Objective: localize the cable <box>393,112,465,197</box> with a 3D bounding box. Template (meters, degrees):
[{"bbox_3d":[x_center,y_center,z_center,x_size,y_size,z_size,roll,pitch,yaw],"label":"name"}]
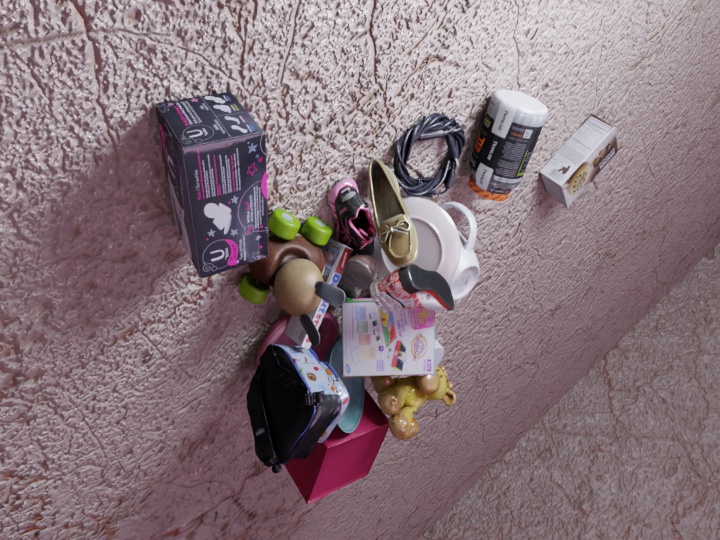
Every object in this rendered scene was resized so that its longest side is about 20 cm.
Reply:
[{"bbox_3d":[0.140,-0.226,1.088,0.196,0.051,0.166,6,119,-47],"label":"cable"}]

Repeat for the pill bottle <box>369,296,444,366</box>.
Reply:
[{"bbox_3d":[0.099,0.139,1.259,0.109,0.200,0.114,-24,140,-23],"label":"pill bottle"}]

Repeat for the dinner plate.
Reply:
[{"bbox_3d":[0.104,-0.043,1.112,0.204,0.196,0.024,-63,170,23],"label":"dinner plate"}]

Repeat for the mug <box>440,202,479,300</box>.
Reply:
[{"bbox_3d":[0.178,-0.047,1.186,0.144,0.175,0.205,-2,126,-43],"label":"mug"}]

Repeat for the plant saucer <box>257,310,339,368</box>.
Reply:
[{"bbox_3d":[-0.136,0.156,1.168,0.196,0.051,0.205,-26,139,-24],"label":"plant saucer"}]

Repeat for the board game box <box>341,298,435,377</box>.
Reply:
[{"bbox_3d":[0.057,0.137,1.139,0.192,0.040,0.159,0,96,-3],"label":"board game box"}]

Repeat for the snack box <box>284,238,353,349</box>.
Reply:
[{"bbox_3d":[-0.081,0.041,1.052,0.024,0.071,0.206,24,90,-38],"label":"snack box"}]

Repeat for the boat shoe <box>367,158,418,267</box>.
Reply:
[{"bbox_3d":[0.053,-0.104,0.995,0.071,0.207,0.063,-17,155,16],"label":"boat shoe"}]

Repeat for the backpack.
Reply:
[{"bbox_3d":[-0.124,0.238,1.055,0.152,0.191,0.202,6,126,-51],"label":"backpack"}]

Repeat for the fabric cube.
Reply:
[{"bbox_3d":[-0.080,0.377,1.305,0.195,0.200,0.201,-8,131,-39],"label":"fabric cube"}]

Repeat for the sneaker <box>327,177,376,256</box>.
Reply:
[{"bbox_3d":[-0.002,-0.076,1.049,0.078,0.095,0.202,-37,144,-12],"label":"sneaker"}]

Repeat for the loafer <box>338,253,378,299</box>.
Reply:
[{"bbox_3d":[0.000,0.000,1.104,0.063,0.072,0.200,-47,178,-21],"label":"loafer"}]

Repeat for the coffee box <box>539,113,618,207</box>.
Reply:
[{"bbox_3d":[0.571,-0.285,1.439,0.201,0.080,0.113,-48,143,2],"label":"coffee box"}]

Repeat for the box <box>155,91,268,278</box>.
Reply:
[{"bbox_3d":[-0.205,-0.120,0.772,0.112,0.133,0.205,-17,135,-27],"label":"box"}]

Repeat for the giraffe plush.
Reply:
[{"bbox_3d":[0.133,0.281,1.284,0.158,0.177,0.200,-27,172,9],"label":"giraffe plush"}]

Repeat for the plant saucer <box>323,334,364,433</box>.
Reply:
[{"bbox_3d":[-0.041,0.244,1.193,0.035,0.207,0.201,-7,150,20],"label":"plant saucer"}]

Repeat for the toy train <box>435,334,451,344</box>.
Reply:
[{"bbox_3d":[0.116,0.186,1.356,0.196,0.087,0.115,-28,155,23],"label":"toy train"}]

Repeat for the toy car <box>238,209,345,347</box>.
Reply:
[{"bbox_3d":[-0.096,0.024,0.957,0.155,0.200,0.167,7,121,-47],"label":"toy car"}]

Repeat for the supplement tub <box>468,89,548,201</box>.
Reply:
[{"bbox_3d":[0.301,-0.259,1.157,0.120,0.123,0.205,-13,132,-36],"label":"supplement tub"}]

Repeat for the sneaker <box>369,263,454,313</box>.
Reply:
[{"bbox_3d":[0.098,0.046,1.063,0.106,0.070,0.199,-23,154,28],"label":"sneaker"}]
